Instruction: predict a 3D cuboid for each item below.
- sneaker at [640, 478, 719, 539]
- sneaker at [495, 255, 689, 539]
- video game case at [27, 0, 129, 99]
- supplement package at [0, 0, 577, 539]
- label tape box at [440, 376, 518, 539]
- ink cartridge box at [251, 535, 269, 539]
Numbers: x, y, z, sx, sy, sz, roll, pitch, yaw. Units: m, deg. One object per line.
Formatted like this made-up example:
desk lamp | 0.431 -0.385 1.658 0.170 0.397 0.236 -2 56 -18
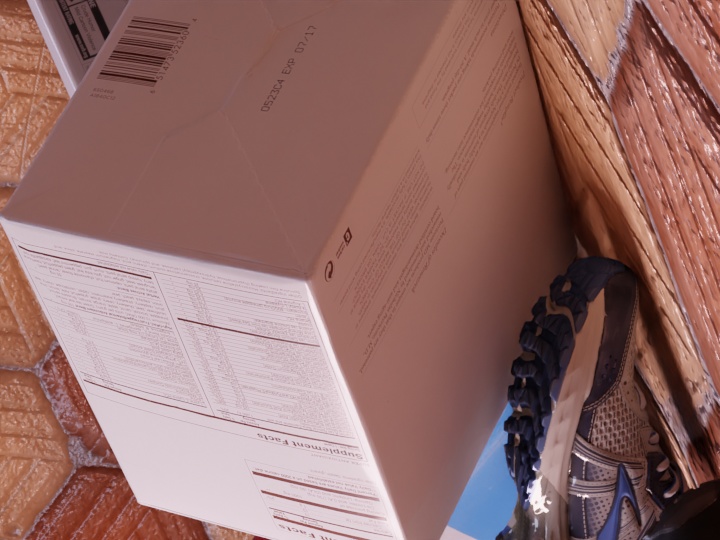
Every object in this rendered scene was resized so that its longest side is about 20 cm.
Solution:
sneaker | 0.168 0.164 1.065 0.087 0.076 0.201 36 157 50
sneaker | 0.105 0.088 1.203 0.077 0.085 0.201 -107 22 -66
video game case | -0.088 -0.121 1.729 0.201 0.181 0.023 65 160 7
supplement package | -0.022 -0.017 1.187 0.146 0.192 0.201 12 145 25
label tape box | 0.033 0.062 1.343 0.066 0.144 0.201 25 -153 -28
ink cartridge box | 0.027 0.170 1.809 0.200 0.083 0.146 -53 -47 -42
